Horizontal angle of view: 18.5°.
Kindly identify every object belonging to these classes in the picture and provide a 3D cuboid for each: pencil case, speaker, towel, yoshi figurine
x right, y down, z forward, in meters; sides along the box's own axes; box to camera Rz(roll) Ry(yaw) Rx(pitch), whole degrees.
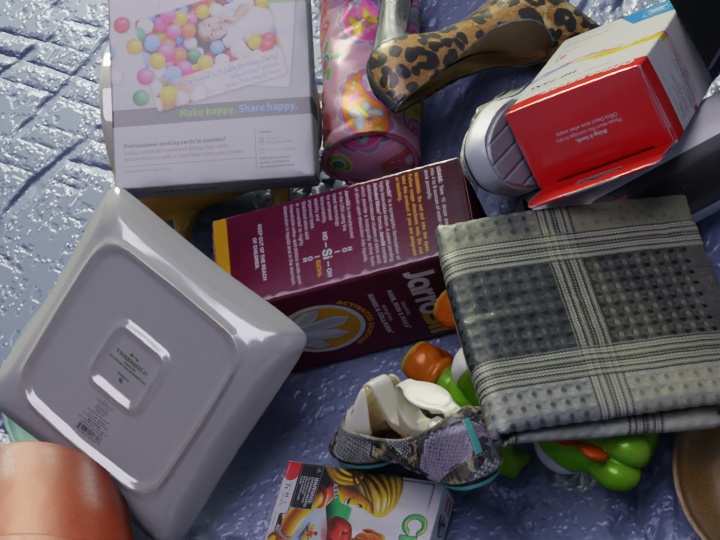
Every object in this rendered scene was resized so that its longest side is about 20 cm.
[{"bbox_3d":[0.007,-0.164,1.792,0.087,0.088,0.201,-11,56,12],"label":"pencil case"},{"bbox_3d":[0.223,-0.066,1.655,0.199,0.081,0.081,-28,55,0],"label":"speaker"},{"bbox_3d":[0.164,0.034,1.547,0.198,0.035,0.193,-7,51,-9],"label":"towel"},{"bbox_3d":[0.135,0.095,1.583,0.112,0.113,0.200,-35,53,-30],"label":"yoshi figurine"}]

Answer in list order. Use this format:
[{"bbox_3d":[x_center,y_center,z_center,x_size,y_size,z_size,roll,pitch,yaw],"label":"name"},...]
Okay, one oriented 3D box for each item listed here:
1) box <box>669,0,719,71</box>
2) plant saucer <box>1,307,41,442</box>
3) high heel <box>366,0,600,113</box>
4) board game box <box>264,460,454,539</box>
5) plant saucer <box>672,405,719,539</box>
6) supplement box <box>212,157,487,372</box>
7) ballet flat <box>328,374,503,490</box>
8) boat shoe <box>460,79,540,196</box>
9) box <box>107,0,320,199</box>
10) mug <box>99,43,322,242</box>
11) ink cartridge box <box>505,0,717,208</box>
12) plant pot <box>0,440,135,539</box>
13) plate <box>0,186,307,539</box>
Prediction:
[{"bbox_3d":[0.327,-0.256,1.663,0.199,0.118,0.198,-2,50,-25],"label":"box"},{"bbox_3d":[-0.183,0.087,1.726,0.198,0.036,0.201,-9,57,14],"label":"plant saucer"},{"bbox_3d":[0.104,-0.158,1.733,0.198,0.072,0.143,10,47,-3],"label":"high heel"},{"bbox_3d":[-0.018,0.239,1.575,0.125,0.035,0.201,5,61,21],"label":"board game box"},{"bbox_3d":[0.317,0.133,1.527,0.199,0.035,0.201,-9,57,14],"label":"plant saucer"},{"bbox_3d":[0.000,0.000,1.672,0.199,0.111,0.086,-14,56,10],"label":"supplement box"},{"bbox_3d":[0.033,0.107,1.567,0.072,0.072,0.200,-53,25,-17],"label":"ballet flat"},{"bbox_3d":[0.112,-0.098,1.682,0.062,0.072,0.200,-18,10,27],"label":"boat shoe"},{"bbox_3d":[-0.113,-0.161,1.684,0.155,0.041,0.202,-3,79,4],"label":"box"},{"bbox_3d":[-0.109,-0.107,1.773,0.152,0.188,0.150,-10,29,11],"label":"mug"},{"bbox_3d":[0.186,-0.127,1.637,0.116,0.068,0.200,-20,17,29],"label":"ink cartridge box"},{"bbox_3d":[-0.233,0.232,1.542,0.200,0.202,0.196,-23,27,4],"label":"plant pot"},{"bbox_3d":[-0.166,0.072,1.633,0.199,0.032,0.201,37,104,17],"label":"plate"}]
